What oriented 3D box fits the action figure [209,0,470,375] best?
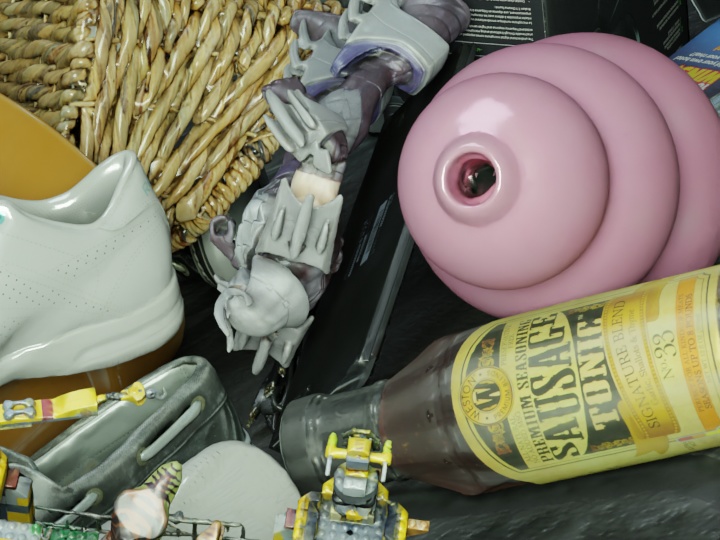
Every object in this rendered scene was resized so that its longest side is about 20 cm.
[{"bbox_3d":[-0.022,-0.043,1.037,0.130,0.069,0.201,-54,10,49],"label":"action figure"}]

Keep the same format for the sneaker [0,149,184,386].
[{"bbox_3d":[-0.163,0.010,0.956,0.199,0.089,0.075,-24,32,-31],"label":"sneaker"}]

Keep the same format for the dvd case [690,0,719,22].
[{"bbox_3d":[0.236,-0.192,1.191,0.149,0.025,0.200,-23,19,23],"label":"dvd case"}]

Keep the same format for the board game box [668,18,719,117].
[{"bbox_3d":[0.204,-0.075,1.080,0.199,0.062,0.200,-31,22,-17],"label":"board game box"}]

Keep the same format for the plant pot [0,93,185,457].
[{"bbox_3d":[-0.207,0.042,1.076,0.199,0.201,0.184,-3,43,45],"label":"plant pot"}]

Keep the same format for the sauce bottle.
[{"bbox_3d":[0.065,0.048,0.912,0.199,0.066,0.066,-17,20,23],"label":"sauce bottle"}]

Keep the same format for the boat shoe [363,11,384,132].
[{"bbox_3d":[0.029,-0.121,1.361,0.074,0.087,0.202,-26,20,-9],"label":"boat shoe"}]

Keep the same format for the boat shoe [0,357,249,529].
[{"bbox_3d":[-0.131,0.098,0.955,0.199,0.071,0.072,-32,22,-30],"label":"boat shoe"}]

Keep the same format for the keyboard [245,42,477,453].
[{"bbox_3d":[0.000,0.000,1.063,0.127,0.021,0.201,-43,20,47],"label":"keyboard"}]

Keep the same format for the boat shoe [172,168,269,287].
[{"bbox_3d":[-0.077,-0.020,1.255,0.063,0.071,0.200,-22,12,3],"label":"boat shoe"}]

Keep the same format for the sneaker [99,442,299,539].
[{"bbox_3d":[-0.106,0.138,0.859,0.200,0.076,0.088,-36,6,-36],"label":"sneaker"}]

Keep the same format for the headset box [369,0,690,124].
[{"bbox_3d":[0.083,-0.131,1.173,0.092,0.201,0.174,7,33,27],"label":"headset box"}]

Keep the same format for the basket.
[{"bbox_3d":[-0.103,-0.067,1.200,0.148,0.144,0.200,9,-2,-25],"label":"basket"}]

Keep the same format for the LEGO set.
[{"bbox_3d":[-0.070,0.092,0.740,0.198,0.116,0.154,13,50,7],"label":"LEGO set"}]

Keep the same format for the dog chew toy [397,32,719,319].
[{"bbox_3d":[0.073,-0.033,0.958,0.124,0.126,0.200,-15,-5,21],"label":"dog chew toy"}]
